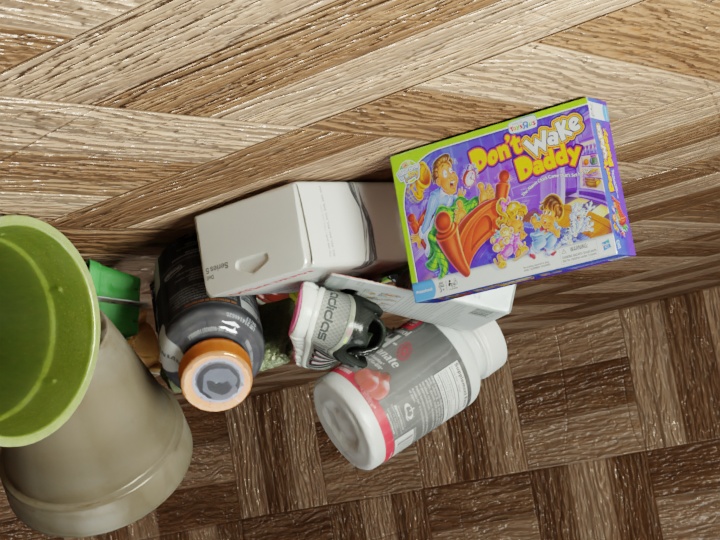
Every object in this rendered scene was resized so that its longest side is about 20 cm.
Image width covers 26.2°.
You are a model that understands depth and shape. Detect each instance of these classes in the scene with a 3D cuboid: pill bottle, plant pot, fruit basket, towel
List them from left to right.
[{"bbox_3d":[-0.374,0.053,1.408,0.188,0.203,0.199,0,180,36],"label":"plant pot"},{"bbox_3d":[-0.339,0.044,1.649,0.197,0.095,0.185,-2,172,-22],"label":"fruit basket"},{"bbox_3d":[-0.282,0.135,1.544,0.197,0.175,0.201,-7,-142,6],"label":"plant pot"},{"bbox_3d":[-0.152,0.054,1.548,0.105,0.107,0.201,-9,-147,-4],"label":"pill bottle"},{"bbox_3d":[-0.140,0.079,1.689,0.146,0.037,0.200,-13,-167,2],"label":"towel"},{"bbox_3d":[0.057,0.115,1.635,0.199,0.112,0.111,-31,-178,-25],"label":"pill bottle"}]

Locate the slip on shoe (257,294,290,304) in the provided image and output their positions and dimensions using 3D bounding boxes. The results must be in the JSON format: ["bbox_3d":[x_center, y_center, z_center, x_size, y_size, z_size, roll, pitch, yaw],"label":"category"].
[{"bbox_3d":[-0.061,0.014,1.899,0.061,0.075,0.199,-19,164,37],"label":"slip on shoe"}]

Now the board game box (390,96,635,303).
[{"bbox_3d":[0.130,-0.058,1.351,0.198,0.136,0.045,-15,171,31],"label":"board game box"}]

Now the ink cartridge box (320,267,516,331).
[{"bbox_3d":[0.049,0.015,1.513,0.171,0.044,0.200,14,172,-5],"label":"ink cartridge box"}]

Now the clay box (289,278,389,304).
[{"bbox_3d":[0.000,0.000,1.834,0.114,0.048,0.199,-18,-179,43],"label":"clay box"}]

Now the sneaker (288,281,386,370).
[{"bbox_3d":[-0.017,0.065,1.531,0.086,0.075,0.200,17,168,7],"label":"sneaker"}]

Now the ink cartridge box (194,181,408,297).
[{"bbox_3d":[-0.041,-0.031,1.515,0.144,0.085,0.199,-16,171,39],"label":"ink cartridge box"}]

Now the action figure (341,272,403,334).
[{"bbox_3d":[0.032,0.020,1.698,0.200,0.103,0.119,-40,-176,-36],"label":"action figure"}]

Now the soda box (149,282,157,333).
[{"bbox_3d":[-0.193,0.026,1.821,0.070,0.064,0.200,-7,171,-21],"label":"soda box"}]

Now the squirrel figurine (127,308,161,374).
[{"bbox_3d":[-0.353,0.122,2.067,0.184,0.143,0.200,-14,177,-18],"label":"squirrel figurine"}]
